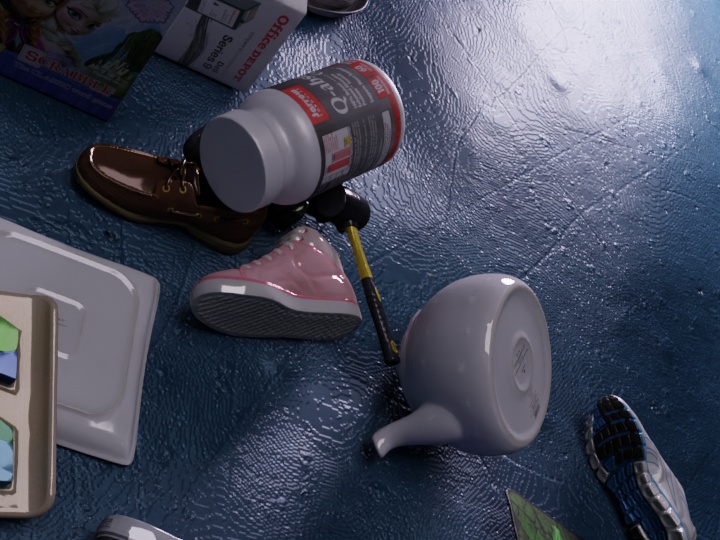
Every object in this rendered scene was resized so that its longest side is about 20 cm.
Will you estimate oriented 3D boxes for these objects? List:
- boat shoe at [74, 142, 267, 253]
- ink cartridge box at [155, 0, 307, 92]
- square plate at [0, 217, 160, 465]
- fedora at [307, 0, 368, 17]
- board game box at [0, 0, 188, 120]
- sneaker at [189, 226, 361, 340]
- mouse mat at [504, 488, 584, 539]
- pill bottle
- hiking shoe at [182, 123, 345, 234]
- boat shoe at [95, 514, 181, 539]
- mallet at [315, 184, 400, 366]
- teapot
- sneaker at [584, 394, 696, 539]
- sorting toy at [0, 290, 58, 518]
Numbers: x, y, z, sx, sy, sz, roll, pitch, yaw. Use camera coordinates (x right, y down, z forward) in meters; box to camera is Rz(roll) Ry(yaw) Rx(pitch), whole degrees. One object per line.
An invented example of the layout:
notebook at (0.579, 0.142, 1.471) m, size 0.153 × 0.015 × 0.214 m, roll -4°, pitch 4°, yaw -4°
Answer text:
boat shoe at (-0.183, -0.084, 1.158) m, size 0.198 × 0.068 × 0.073 m, roll 22°, pitch 49°, yaw -26°
ink cartridge box at (-0.172, -0.301, 1.264) m, size 0.198 × 0.146 × 0.085 m, roll 21°, pitch 48°, yaw -26°
square plate at (-0.272, 0.051, 1.019) m, size 0.198 × 0.028 × 0.201 m, roll 22°, pitch 48°, yaw -25°
fedora at (-0.055, -0.422, 1.487) m, size 0.200 × 0.090 × 0.177 m, roll 47°, pitch 42°, yaw -1°
board game box at (-0.286, -0.251, 1.097) m, size 0.198 × 0.199 × 0.042 m, roll 22°, pitch 49°, yaw -24°
sneaker at (-0.091, 0.007, 1.166) m, size 0.198 × 0.075 × 0.106 m, roll 9°, pitch 55°, yaw -40°
mouse mat at (0.214, 0.324, 1.177) m, size 0.160 × 0.008 × 0.201 m, roll 37°, pitch 26°, yaw -27°
pill bottle at (-0.056, -0.133, 1.165) m, size 0.199 × 0.116 × 0.117 m, roll -28°, pitch 80°, yaw -43°
hiking shoe at (-0.093, -0.097, 1.235) m, size 0.198 × 0.076 × 0.102 m, roll 10°, pitch 51°, yaw -35°
boat shoe at (-0.132, 0.269, 0.952) m, size 0.198 × 0.070 × 0.067 m, roll 31°, pitch 53°, yaw -17°
mallet at (0.000, 0.000, 1.196) m, size 0.066 × 0.041 × 0.203 m, roll 34°, pitch 35°, yaw -54°
teapot at (0.106, 0.095, 1.219) m, size 0.199 × 0.144 × 0.201 m, roll 13°, pitch 76°, yaw -58°
sneaker at (0.329, 0.240, 1.355) m, size 0.086 × 0.075 × 0.203 m, roll -4°, pitch 69°, yaw -52°
sorting toy at (-0.333, 0.094, 0.903) m, size 0.197 × 0.036 × 0.188 m, roll 8°, pitch 65°, yaw -29°
